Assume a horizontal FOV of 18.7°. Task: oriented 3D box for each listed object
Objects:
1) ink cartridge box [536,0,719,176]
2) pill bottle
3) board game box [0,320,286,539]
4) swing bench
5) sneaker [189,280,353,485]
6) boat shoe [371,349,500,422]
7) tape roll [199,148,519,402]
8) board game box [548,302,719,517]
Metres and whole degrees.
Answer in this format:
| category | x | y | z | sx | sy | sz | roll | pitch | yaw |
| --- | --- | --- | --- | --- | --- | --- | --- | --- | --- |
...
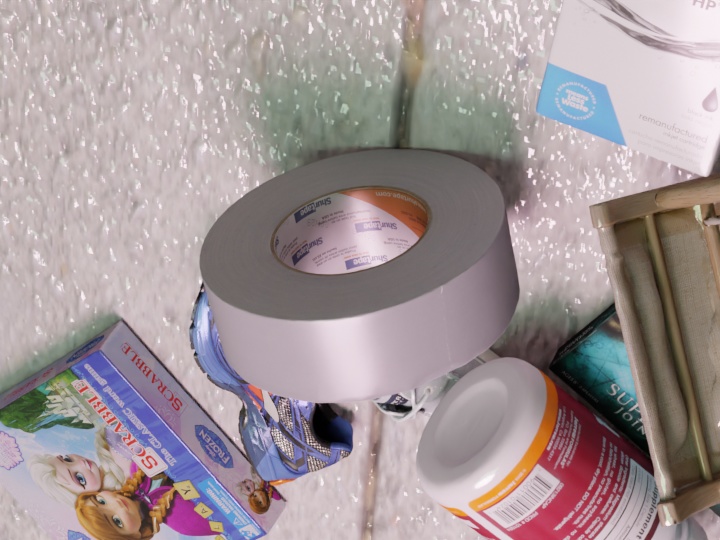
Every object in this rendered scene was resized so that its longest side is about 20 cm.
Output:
| category | x | y | z | sx | sy | sz | roll | pitch | yaw |
| --- | --- | --- | --- | --- | --- | --- | --- | --- | --- |
| ink cartridge box | 0.182 | -0.167 | 1.275 | 0.116 | 0.067 | 0.200 | 21 | 131 | 13 |
| pill bottle | 0.142 | 0.156 | 1.494 | 0.200 | 0.113 | 0.113 | 39 | 135 | -27 |
| board game box | -0.193 | 0.158 | 1.737 | 0.199 | 0.041 | 0.200 | -30 | 107 | 40 |
| swing bench | 0.263 | 0.034 | 1.296 | 0.200 | 0.130 | 0.200 | -11 | 93 | 42 |
| sneaker | -0.061 | 0.068 | 1.590 | 0.078 | 0.075 | 0.200 | -9 | 128 | 23 |
| boat shoe | 0.026 | 0.072 | 1.535 | 0.200 | 0.072 | 0.070 | 31 | 132 | 2 |
| tape roll | 0.000 | 0.000 | 1.408 | 0.200 | 0.200 | 0.066 | 4 | 127 | 25 |
| board game box | 0.242 | 0.090 | 1.465 | 0.200 | 0.028 | 0.135 | 40 | 133 | -5 |
